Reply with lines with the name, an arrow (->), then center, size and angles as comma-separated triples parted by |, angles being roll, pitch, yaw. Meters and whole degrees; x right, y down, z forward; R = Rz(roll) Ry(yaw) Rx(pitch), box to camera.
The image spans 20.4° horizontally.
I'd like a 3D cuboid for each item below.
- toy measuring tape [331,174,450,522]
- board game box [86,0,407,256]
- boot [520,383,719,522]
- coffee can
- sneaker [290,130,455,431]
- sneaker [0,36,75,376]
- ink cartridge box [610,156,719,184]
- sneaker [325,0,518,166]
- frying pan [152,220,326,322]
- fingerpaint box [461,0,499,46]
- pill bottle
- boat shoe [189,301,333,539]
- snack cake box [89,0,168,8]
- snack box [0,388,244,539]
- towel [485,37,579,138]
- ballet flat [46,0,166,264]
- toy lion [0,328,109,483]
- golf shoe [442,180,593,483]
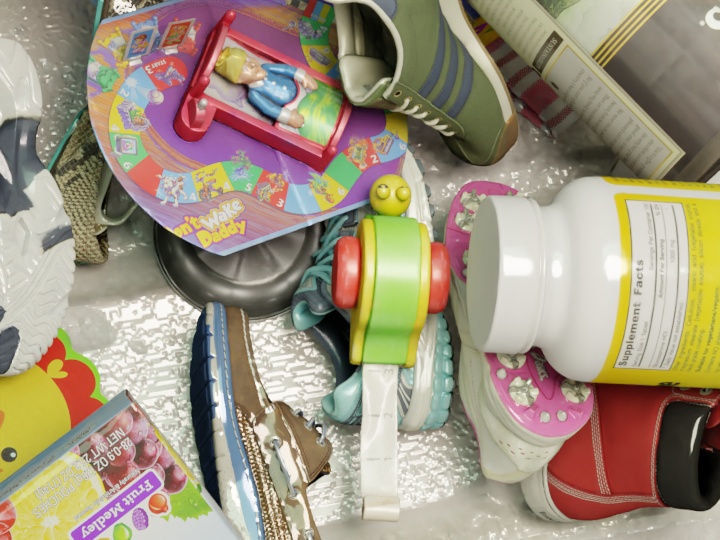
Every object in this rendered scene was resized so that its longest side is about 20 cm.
toy measuring tape -> 0.016, 0.040, 1.141 | 0.073, 0.074, 0.201 | 3, 76, -6
board game box -> -0.057, -0.103, 1.166 | 0.199, 0.039, 0.158 | -20, 79, -27
boot -> 0.173, 0.047, 1.186 | 0.072, 0.144, 0.201 | 22, 66, -42
coffee can -> 0.163, -0.155, 1.168 | 0.146, 0.146, 0.200 | -41, 83, -20
sneaker -> 0.000, 0.000, 1.212 | 0.086, 0.078, 0.201 | -4, 70, -20
sneaker -> -0.244, -0.030, 1.194 | 0.079, 0.129, 0.200 | -10, 87, -46
ink cartridge box -> 0.274, -0.030, 1.264 | 0.199, 0.088, 0.146 | -8, 69, -12
sneaker -> 0.025, -0.121, 1.173 | 0.067, 0.201, 0.090 | 25, 61, 41
frying pan -> -0.041, -0.042, 1.262 | 0.190, 0.031, 0.115 | -29, 78, -15
fingerpaint box -> 0.077, -0.266, 1.306 | 0.167, 0.073, 0.200 | -34, 79, -12
pill bottle -> 0.163, 0.007, 1.094 | 0.199, 0.113, 0.113 | 3, 68, -8
boat shoe -> -0.055, 0.115, 1.179 | 0.072, 0.072, 0.201 | -6, 79, -15
snack cake box -> -0.109, -0.192, 1.288 | 0.115, 0.067, 0.200 | -36, 77, -19
snack box -> -0.131, 0.194, 1.080 | 0.168, 0.068, 0.200 | -38, 101, -5
towel -> 0.106, -0.198, 1.339 | 0.200, 0.030, 0.146 | 42, 70, 9
ballet flat -> -0.143, -0.097, 1.216 | 0.075, 0.068, 0.201 | 20, 98, 2
toy lion -> -0.253, 0.091, 1.166 | 0.200, 0.069, 0.192 | 38, 62, 8
golf shoe -> 0.080, 0.035, 1.185 | 0.075, 0.092, 0.201 | 6, 47, -14
